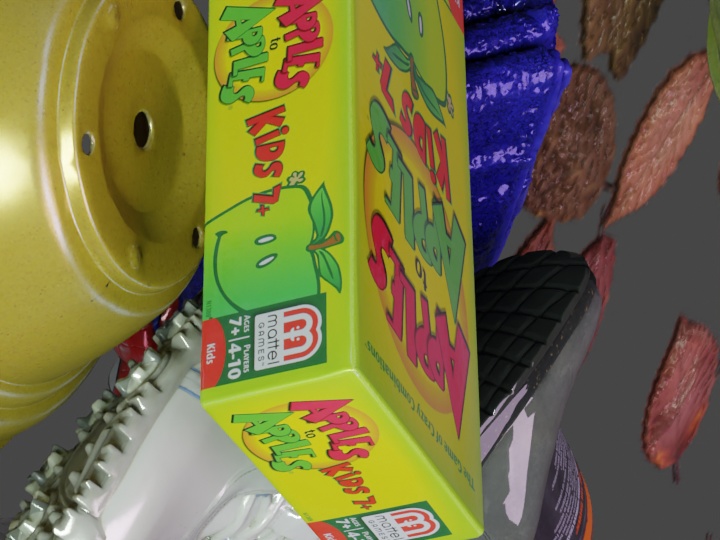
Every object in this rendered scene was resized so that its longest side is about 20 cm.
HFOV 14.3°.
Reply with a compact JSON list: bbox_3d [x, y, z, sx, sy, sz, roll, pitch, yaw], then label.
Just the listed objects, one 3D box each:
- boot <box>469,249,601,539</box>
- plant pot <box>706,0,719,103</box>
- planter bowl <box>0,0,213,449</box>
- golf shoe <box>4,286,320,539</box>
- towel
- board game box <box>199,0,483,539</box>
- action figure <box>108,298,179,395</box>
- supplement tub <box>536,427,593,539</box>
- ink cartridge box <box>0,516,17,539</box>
[{"bbox_3d":[0.048,0.104,1.010,0.131,0.067,0.201,46,63,-35],"label":"boot"},{"bbox_3d":[0.213,-0.167,1.225,0.201,0.200,0.184,-55,139,-14],"label":"plant pot"},{"bbox_3d":[-0.093,-0.039,0.829,0.200,0.083,0.202,-1,90,-65],"label":"planter bowl"},{"bbox_3d":[-0.032,0.055,0.869,0.078,0.097,0.200,-44,-177,36],"label":"golf shoe"},{"bbox_3d":[0.000,0.000,1.020,0.147,0.050,0.201,-25,145,-33],"label":"towel"},{"bbox_3d":[-0.005,-0.028,0.848,0.102,0.047,0.201,54,29,-52],"label":"board game box"},{"bbox_3d":[-0.055,-0.032,1.016,0.065,0.052,0.201,-14,130,-48],"label":"action figure"},{"bbox_3d":[0.039,0.092,1.216,0.107,0.107,0.200,-54,150,-15],"label":"supplement tub"},{"bbox_3d":[-0.154,0.179,0.967,0.201,0.047,0.198,-61,176,-1],"label":"ink cartridge box"}]
